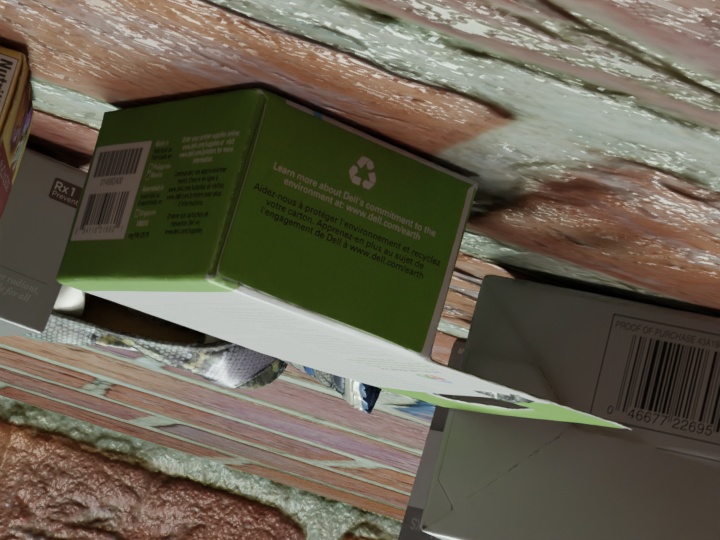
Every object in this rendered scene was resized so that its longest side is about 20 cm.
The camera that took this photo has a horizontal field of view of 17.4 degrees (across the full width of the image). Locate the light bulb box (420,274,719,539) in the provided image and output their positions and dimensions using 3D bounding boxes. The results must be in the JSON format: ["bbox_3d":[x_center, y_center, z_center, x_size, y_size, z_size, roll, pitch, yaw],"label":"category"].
[{"bbox_3d":[0.161,0.100,1.097,0.197,0.126,0.200,12,171,25],"label":"light bulb box"}]

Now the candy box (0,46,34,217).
[{"bbox_3d":[-0.234,-0.081,0.944,0.199,0.057,0.117,19,171,-4],"label":"candy box"}]

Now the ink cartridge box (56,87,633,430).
[{"bbox_3d":[0.000,0.000,0.947,0.199,0.076,0.148,20,170,-29],"label":"ink cartridge box"}]

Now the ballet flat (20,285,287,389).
[{"bbox_3d":[-0.134,0.011,1.341,0.199,0.073,0.072,14,171,13],"label":"ballet flat"}]

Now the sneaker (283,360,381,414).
[{"bbox_3d":[-0.021,0.022,1.129,0.085,0.077,0.200,21,171,1],"label":"sneaker"}]

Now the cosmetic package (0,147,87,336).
[{"bbox_3d":[-0.208,-0.021,1.168,0.106,0.091,0.200,22,173,-15],"label":"cosmetic package"}]

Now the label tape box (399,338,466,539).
[{"bbox_3d":[0.088,0.155,1.277,0.063,0.201,0.144,8,168,43],"label":"label tape box"}]
